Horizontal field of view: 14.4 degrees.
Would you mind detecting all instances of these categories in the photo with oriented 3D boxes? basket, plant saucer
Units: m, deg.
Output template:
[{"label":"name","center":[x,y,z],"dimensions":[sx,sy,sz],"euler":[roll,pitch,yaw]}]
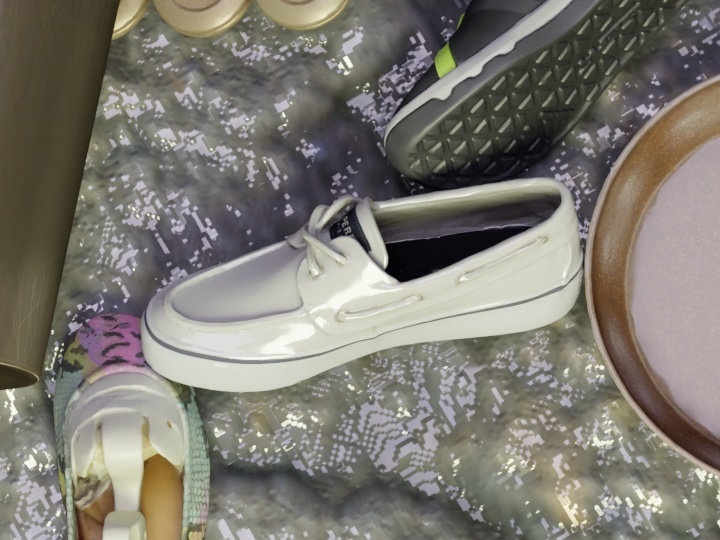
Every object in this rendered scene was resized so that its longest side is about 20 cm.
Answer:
[{"label":"basket","center":[-0.187,-0.054,1.254],"dimensions":[0.179,0.136,0.202],"euler":[-4,77,27]},{"label":"plant saucer","center":[0.198,0.005,1.264],"dimensions":[0.199,0.035,0.202],"euler":[-1,74,4]}]

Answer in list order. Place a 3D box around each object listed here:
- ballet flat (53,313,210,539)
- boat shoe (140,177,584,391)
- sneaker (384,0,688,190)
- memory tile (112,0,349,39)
[{"label":"ballet flat","center":[-0.100,0.109,1.232],"dimensions":[0.069,0.071,0.201],"euler":[-4,74,3]},{"label":"boat shoe","center":[0.000,0.000,1.246],"dimensions":[0.198,0.066,0.072],"euler":[-7,44,-1]},{"label":"sneaker","center":[0.080,-0.119,1.301],"dimensions":[0.200,0.072,0.083],"euler":[-41,52,-9]},{"label":"memory tile","center":[-0.070,-0.207,1.323],"dimensions":[0.152,0.017,0.202],"euler":[-1,80,16]}]
